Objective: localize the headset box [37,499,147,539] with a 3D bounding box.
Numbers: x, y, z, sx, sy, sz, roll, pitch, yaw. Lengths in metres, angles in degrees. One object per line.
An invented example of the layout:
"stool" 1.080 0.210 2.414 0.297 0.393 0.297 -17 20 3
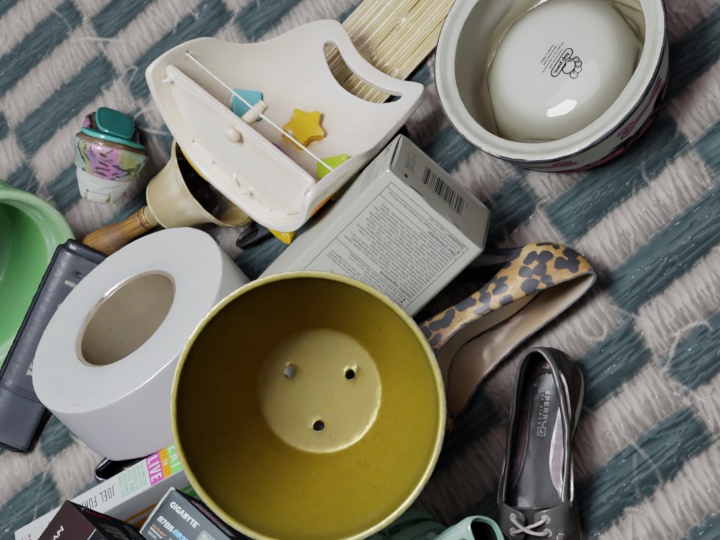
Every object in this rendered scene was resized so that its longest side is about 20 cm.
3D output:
"headset box" -0.141 0.271 1.290 0.200 0.149 0.077 38 91 34

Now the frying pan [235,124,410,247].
"frying pan" -0.021 -0.057 1.497 0.190 0.031 0.115 -50 48 15

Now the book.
"book" -0.164 0.192 1.406 0.199 0.133 0.048 -30 59 26

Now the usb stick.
"usb stick" -0.288 0.070 1.573 0.055 0.033 0.201 25 94 -7

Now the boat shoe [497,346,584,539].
"boat shoe" 0.133 0.155 1.321 0.067 0.057 0.201 -3 70 27

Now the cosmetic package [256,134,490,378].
"cosmetic package" 0.000 0.000 1.385 0.200 0.103 0.073 -43 14 27

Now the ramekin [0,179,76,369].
"ramekin" -0.364 0.002 1.571 0.098 0.200 0.201 32 89 40

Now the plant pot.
"plant pot" -0.034 0.097 1.305 0.199 0.142 0.201 0 93 3

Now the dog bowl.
"dog bowl" 0.164 -0.169 1.416 0.199 0.074 0.201 -10 67 24

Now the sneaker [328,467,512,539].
"sneaker" 0.056 0.198 1.310 0.200 0.074 0.119 47 133 25

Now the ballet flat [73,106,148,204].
"ballet flat" -0.231 -0.100 1.566 0.200 0.069 0.072 -125 54 -75

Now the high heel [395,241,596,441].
"high heel" 0.105 0.067 1.358 0.142 0.071 0.201 -1 62 35

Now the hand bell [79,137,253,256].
"hand bell" -0.197 -0.044 1.569 0.200 0.104 0.105 -30 59 32

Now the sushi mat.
"sushi mat" 0.040 -0.226 1.539 0.200 0.012 0.096 -47 59 6

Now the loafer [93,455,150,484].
"loafer" -0.133 0.147 1.461 0.200 0.070 0.068 -25 64 19

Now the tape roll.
"tape roll" -0.180 0.060 1.475 0.202 0.071 0.203 -26 37 21

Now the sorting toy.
"sorting toy" -0.045 -0.133 1.455 0.180 0.107 0.200 -39 62 -22

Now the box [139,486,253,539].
"box" -0.057 0.256 1.327 0.200 0.159 0.046 35 88 34
